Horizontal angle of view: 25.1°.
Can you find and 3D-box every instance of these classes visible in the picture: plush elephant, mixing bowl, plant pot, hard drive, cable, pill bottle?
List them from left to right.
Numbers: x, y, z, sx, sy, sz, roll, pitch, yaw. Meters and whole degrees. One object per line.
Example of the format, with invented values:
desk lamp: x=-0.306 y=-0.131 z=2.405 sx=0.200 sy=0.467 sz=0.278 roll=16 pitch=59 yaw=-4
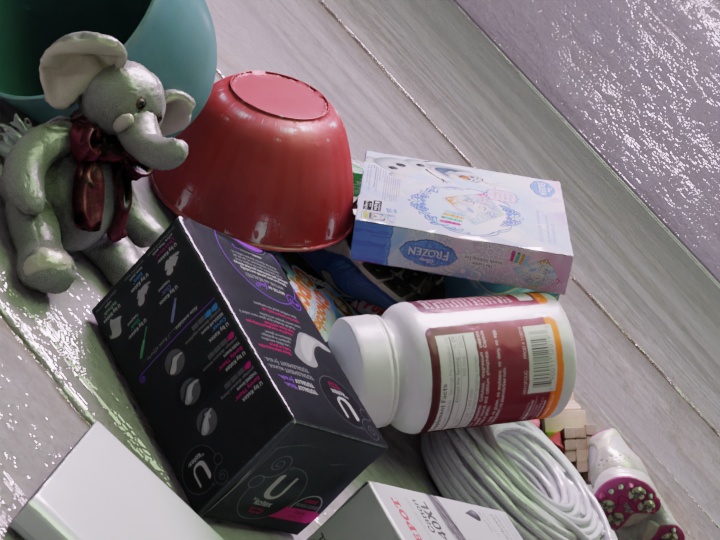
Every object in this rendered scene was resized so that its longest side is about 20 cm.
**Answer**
plush elephant: x=-0.193 y=-0.088 z=1.235 sx=0.164 sy=0.155 sz=0.201 roll=19 pitch=31 yaw=-54
plant pot: x=-0.215 y=-0.196 z=1.389 sx=0.201 sy=0.200 sz=0.161 roll=57 pitch=7 yaw=35
hard drive: x=-0.116 y=0.191 z=0.997 sx=0.200 sy=0.027 sz=0.132 roll=44 pitch=17 yaw=-5
mixing bowl: x=-0.086 y=-0.114 z=1.493 sx=0.198 sy=0.109 sz=0.201 roll=14 pitch=29 yaw=-8
pill bottle: x=0.078 y=0.082 z=1.411 sx=0.198 sy=0.115 sz=0.115 roll=-4 pitch=39 yaw=-20
cable: x=0.142 y=0.198 z=1.501 sx=0.199 sy=0.069 sz=0.201 roll=35 pitch=19 yaw=-24

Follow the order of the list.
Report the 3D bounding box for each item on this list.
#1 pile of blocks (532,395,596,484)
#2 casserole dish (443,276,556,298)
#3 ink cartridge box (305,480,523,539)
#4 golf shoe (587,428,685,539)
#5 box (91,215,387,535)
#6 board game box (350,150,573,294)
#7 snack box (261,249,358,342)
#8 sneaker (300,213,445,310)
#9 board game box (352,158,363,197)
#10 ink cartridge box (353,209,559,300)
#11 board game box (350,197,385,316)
pile of blocks: x=0.209 y=0.180 z=1.736 sx=0.061 sy=0.083 sz=0.200 roll=-1 pitch=14 yaw=-2
casserole dish: x=0.137 y=-0.014 z=1.606 sx=0.199 sy=0.039 sz=0.122 roll=-22 pitch=69 yaw=-45
ink cartridge box: x=0.066 y=0.246 z=1.188 sx=0.199 sy=0.083 sz=0.146 roll=22 pitch=28 yaw=-52
golf shoe: x=0.276 y=0.234 z=1.626 sx=0.201 sy=0.075 sz=0.092 roll=63 pitch=11 yaw=-46
box: x=-0.090 y=0.078 z=1.177 sx=0.122 sy=0.106 sz=0.201 roll=23 pitch=28 yaw=-52
board game box: x=0.094 y=-0.048 z=1.513 sx=0.196 sy=0.044 sz=0.200 roll=9 pitch=22 yaw=0
snack box: x=-0.075 y=0.030 z=1.437 sx=0.116 sy=0.037 sz=0.200 roll=46 pitch=17 yaw=3
sneaker: x=0.000 y=0.000 z=1.552 sx=0.199 sy=0.090 sz=0.078 roll=34 pitch=45 yaw=30
board game box: x=-0.057 y=-0.117 z=1.744 sx=0.134 sy=0.029 sz=0.200 roll=25 pitch=10 yaw=23
ink cartridge box: x=0.087 y=-0.004 z=1.680 sx=0.198 sy=0.048 sz=0.160 roll=5 pitch=23 yaw=-37
board game box: x=0.037 y=0.011 z=1.720 sx=0.151 sy=0.046 sz=0.200 roll=40 pitch=18 yaw=-11
